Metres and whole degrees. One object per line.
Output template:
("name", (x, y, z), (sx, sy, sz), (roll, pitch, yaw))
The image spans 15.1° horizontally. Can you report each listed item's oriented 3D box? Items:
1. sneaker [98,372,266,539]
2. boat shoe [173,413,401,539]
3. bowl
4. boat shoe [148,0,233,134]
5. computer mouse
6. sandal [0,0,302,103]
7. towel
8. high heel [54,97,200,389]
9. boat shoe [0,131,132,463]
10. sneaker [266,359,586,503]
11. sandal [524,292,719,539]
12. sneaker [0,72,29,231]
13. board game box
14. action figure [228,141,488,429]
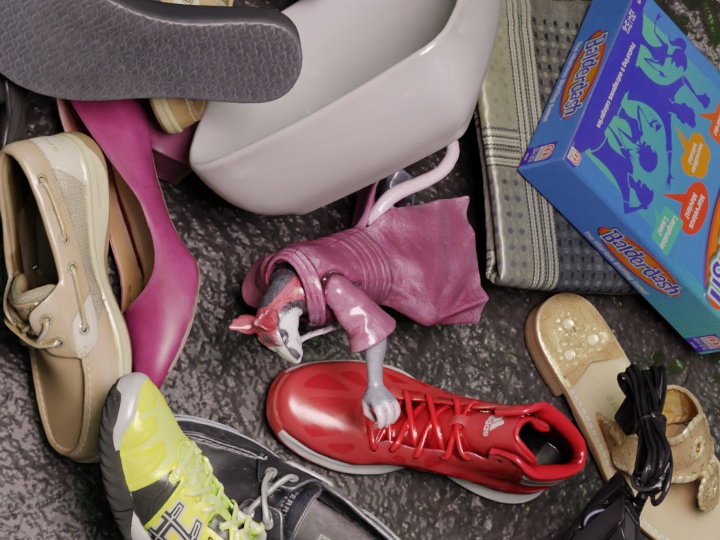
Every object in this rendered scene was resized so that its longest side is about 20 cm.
("sneaker", (-0.097, 0.147, 1.612), (0.075, 0.076, 0.200), (-64, 139, -60))
("boat shoe", (-0.050, 0.148, 1.666), (0.200, 0.068, 0.072), (35, 68, -9))
("bowl", (0.001, -0.114, 1.667), (0.075, 0.200, 0.200), (55, 25, -22))
("boat shoe", (-0.096, -0.180, 1.696), (0.063, 0.073, 0.201), (-1, 62, 14))
("computer mouse", (0.148, 0.151, 1.710), (0.046, 0.200, 0.140), (13, 37, -5))
("sandal", (-0.135, -0.137, 1.608), (0.200, 0.076, 0.043), (10, 30, -13))
("towel", (0.138, -0.083, 1.782), (0.192, 0.035, 0.200), (2, 80, -43))
("high heel", (-0.151, -0.022, 1.662), (0.096, 0.067, 0.200), (17, 53, -26))
("boat shoe", (-0.184, 0.019, 1.620), (0.065, 0.072, 0.200), (-12, 103, -47))
("sneaker", (0.049, 0.091, 1.693), (0.200, 0.116, 0.078), (11, 74, -19))
("sandal", (0.190, 0.101, 1.770), (0.078, 0.070, 0.212), (-39, 93, -24))
("sneaker", (-0.227, -0.126, 1.646), (0.076, 0.091, 0.200), (-2, 76, -3))
("board game box", (0.203, -0.065, 1.783), (0.200, 0.045, 0.152), (43, 55, -29))
("action figure", (0.000, 0.000, 1.667), (0.200, 0.134, 0.149), (-21, 127, -50))
